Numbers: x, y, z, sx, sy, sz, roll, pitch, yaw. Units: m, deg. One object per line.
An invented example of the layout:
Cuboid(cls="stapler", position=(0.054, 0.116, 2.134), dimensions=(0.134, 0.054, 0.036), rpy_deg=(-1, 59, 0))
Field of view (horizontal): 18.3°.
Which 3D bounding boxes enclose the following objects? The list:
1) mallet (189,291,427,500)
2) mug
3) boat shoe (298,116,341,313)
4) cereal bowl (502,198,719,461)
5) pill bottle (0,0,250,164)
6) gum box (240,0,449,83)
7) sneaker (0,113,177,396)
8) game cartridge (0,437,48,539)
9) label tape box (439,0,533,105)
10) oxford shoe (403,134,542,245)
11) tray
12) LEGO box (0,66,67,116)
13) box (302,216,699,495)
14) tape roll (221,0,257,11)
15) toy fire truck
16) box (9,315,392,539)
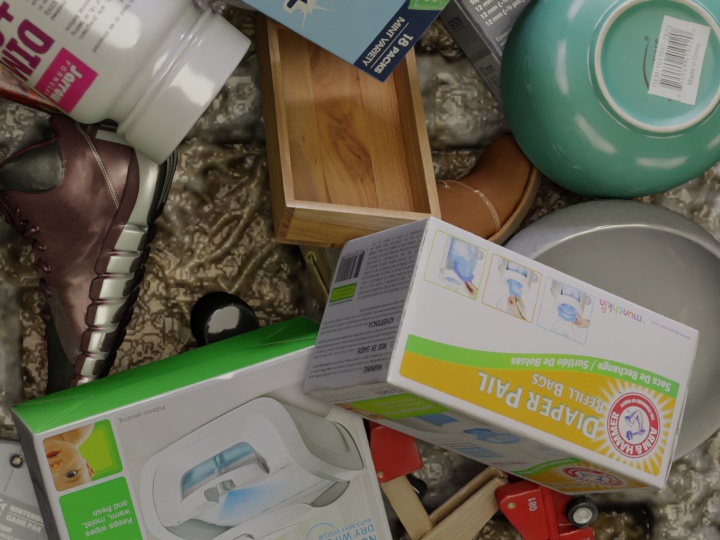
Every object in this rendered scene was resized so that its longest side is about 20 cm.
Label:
Cuboid(cls="mallet", position=(-0.035, 0.084, 1.485), dimensions=(0.200, 0.066, 0.041), rpy_deg=(42, 87, -22))
Cuboid(cls="mug", position=(0.165, -0.138, 1.418), dimensions=(0.152, 0.114, 0.185), rpy_deg=(-34, 94, -10))
Cuboid(cls="boat shoe", position=(0.000, 0.000, 1.474), dimensions=(0.074, 0.066, 0.201), rpy_deg=(-13, 83, -47))
Cuboid(cls="cereal bowl", position=(0.158, 0.036, 1.476), dimensions=(0.199, 0.083, 0.201), rpy_deg=(-4, 123, -6))
Cuboid(cls="pill bottle", position=(-0.172, -0.160, 1.342), dimensions=(0.200, 0.113, 0.114), rpy_deg=(37, 83, -8))
Cuboid(cls="gum box", position=(-0.010, -0.226, 1.348), dimensions=(0.200, 0.045, 0.170), rpy_deg=(27, 110, -39))
Cuboid(cls="sneaker", position=(-0.197, -0.007, 1.431), dimensions=(0.115, 0.076, 0.201), rpy_deg=(19, 98, 0))
Cuboid(cls="game cartridge", position=(-0.186, 0.188, 1.451), dimensions=(0.199, 0.040, 0.134), rpy_deg=(23, 88, -9))
Cuboid(cls="label tape box", position=(0.134, -0.187, 1.506), dimensions=(0.143, 0.066, 0.200), rpy_deg=(-37, 93, -10))
Cuboid(cls="oxford shoe", position=(0.057, -0.037, 1.448), dimensions=(0.071, 0.071, 0.200), rpy_deg=(48, 47, -11))
Cuboid(cls="tray", position=(-0.011, -0.096, 1.427), dimensions=(0.098, 0.037, 0.200), rpy_deg=(6, 47, -14))
Cuboid(cls="LEGO box", position=(-0.224, -0.215, 1.431), dimensions=(0.148, 0.077, 0.201), rpy_deg=(18, 85, -10))
Cuboid(cls="box", position=(0.086, 0.056, 1.337), dimensions=(0.199, 0.112, 0.102), rpy_deg=(22, 73, -24))
Cuboid(cls="tape roll", position=(-0.048, -0.265, 1.408), dimensions=(0.200, 0.200, 0.066), rpy_deg=(-42, 55, -9))
Cuboid(cls="toy fire truck", position=(0.081, 0.154, 1.457), dimensions=(0.141, 0.049, 0.201), rpy_deg=(-13, 122, -2))
Cuboid(cls="box", position=(-0.094, 0.144, 1.390), dimensions=(0.199, 0.097, 0.177), rpy_deg=(-16, 101, -14))
